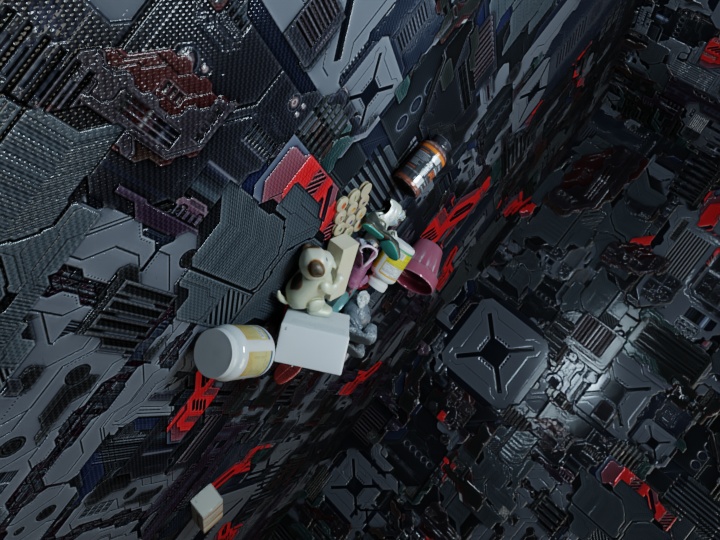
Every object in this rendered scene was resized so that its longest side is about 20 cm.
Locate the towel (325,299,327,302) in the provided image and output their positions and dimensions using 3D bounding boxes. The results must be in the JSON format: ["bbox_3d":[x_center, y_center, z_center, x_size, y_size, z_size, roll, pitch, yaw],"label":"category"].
[{"bbox_3d":[-0.140,0.080,1.748,0.148,0.024,0.199,-58,159,16],"label":"towel"}]

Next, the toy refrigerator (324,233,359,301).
[{"bbox_3d":[-0.075,-0.011,1.625,0.075,0.070,0.203,-27,144,-44],"label":"toy refrigerator"}]

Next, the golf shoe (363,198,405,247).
[{"bbox_3d":[0.057,-0.156,1.744,0.201,0.078,0.097,-49,134,-5],"label":"golf shoe"}]

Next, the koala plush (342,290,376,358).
[{"bbox_3d":[-0.025,0.180,1.930,0.178,0.181,0.202,-55,-169,50],"label":"koala plush"}]

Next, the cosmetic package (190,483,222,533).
[{"bbox_3d":[-0.614,0.956,2.084,0.103,0.087,0.202,-34,153,-35],"label":"cosmetic package"}]

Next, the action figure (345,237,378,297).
[{"bbox_3d":[0.000,0.000,1.689,0.132,0.149,0.203,16,101,-25],"label":"action figure"}]

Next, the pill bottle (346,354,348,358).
[{"bbox_3d":[-0.092,0.297,2.073,0.113,0.113,0.202,-33,152,-39],"label":"pill bottle"}]

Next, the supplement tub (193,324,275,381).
[{"bbox_3d":[-0.334,0.218,1.392,0.146,0.144,0.199,-54,159,7],"label":"supplement tub"}]

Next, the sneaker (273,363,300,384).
[{"bbox_3d":[-0.236,0.357,1.924,0.199,0.078,0.116,-42,156,-23],"label":"sneaker"}]

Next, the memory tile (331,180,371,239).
[{"bbox_3d":[-0.030,-0.169,1.584,0.153,0.017,0.202,-38,155,-34],"label":"memory tile"}]

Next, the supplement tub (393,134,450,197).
[{"bbox_3d":[0.203,-0.340,1.667,0.201,0.106,0.107,-49,159,-6],"label":"supplement tub"}]

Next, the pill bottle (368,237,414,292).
[{"bbox_3d":[0.110,-0.022,1.982,0.202,0.112,0.112,-57,159,12],"label":"pill bottle"}]

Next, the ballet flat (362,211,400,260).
[{"bbox_3d":[0.082,-0.117,1.694,0.200,0.067,0.069,48,60,-36],"label":"ballet flat"}]

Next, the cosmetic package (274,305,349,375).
[{"bbox_3d":[-0.138,0.199,1.544,0.200,0.195,0.126,-93,-164,-79],"label":"cosmetic package"}]

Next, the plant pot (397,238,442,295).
[{"bbox_3d":[0.255,-0.026,2.201,0.181,0.197,0.201,-60,163,-21],"label":"plant pot"}]

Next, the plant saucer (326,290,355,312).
[{"bbox_3d":[-0.072,0.095,1.858,0.200,0.036,0.200,-48,171,-10],"label":"plant saucer"}]

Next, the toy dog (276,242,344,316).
[{"bbox_3d":[-0.144,0.014,1.516,0.190,0.141,0.202,4,133,-21],"label":"toy dog"}]

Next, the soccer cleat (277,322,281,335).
[{"bbox_3d":[-0.179,0.164,1.702,0.197,0.068,0.082,-25,155,-25],"label":"soccer cleat"}]
